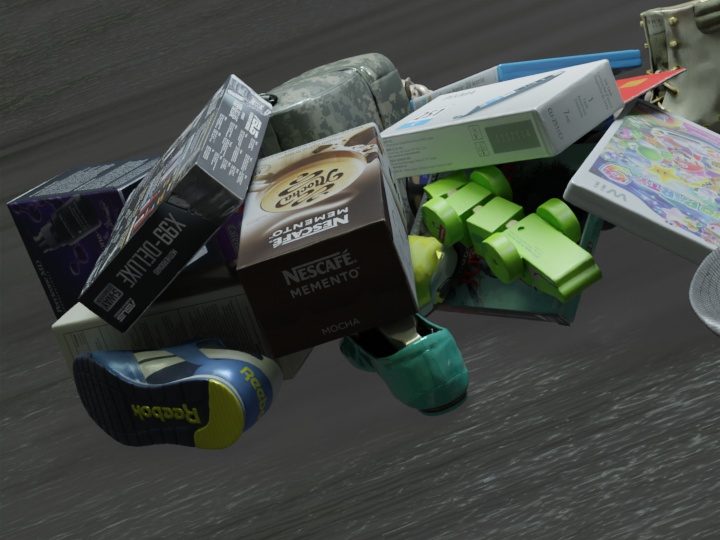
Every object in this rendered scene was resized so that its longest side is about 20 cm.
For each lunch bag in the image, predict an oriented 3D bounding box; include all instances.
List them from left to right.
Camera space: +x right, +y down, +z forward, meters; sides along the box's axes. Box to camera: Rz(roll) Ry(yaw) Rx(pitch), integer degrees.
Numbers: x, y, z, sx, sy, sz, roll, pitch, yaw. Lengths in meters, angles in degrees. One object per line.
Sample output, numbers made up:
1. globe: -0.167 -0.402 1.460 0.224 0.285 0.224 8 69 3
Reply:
1. lunch bag: -0.030 -0.096 1.247 0.139 0.200 0.168 -8 19 31

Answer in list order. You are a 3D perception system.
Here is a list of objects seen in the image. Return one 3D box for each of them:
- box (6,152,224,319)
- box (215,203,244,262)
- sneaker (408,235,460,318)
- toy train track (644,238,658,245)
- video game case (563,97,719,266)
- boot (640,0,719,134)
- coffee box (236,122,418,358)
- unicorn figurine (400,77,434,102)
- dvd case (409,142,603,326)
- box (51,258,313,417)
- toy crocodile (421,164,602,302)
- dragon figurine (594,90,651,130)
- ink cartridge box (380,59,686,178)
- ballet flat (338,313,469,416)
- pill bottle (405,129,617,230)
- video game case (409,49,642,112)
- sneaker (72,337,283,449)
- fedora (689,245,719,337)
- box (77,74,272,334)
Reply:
1. box: -0.258 -0.034 1.387 0.200 0.148 0.104 -5 23 41
2. box: -0.102 -0.032 1.235 0.039 0.137 0.200 -19 18 4
3. sneaker: 0.000 0.000 1.095 0.200 0.076 0.076 -6 62 48
4. toy train track: 0.290 -0.013 0.958 0.115 0.033 0.200 -18 22 -20
5. video game case: 0.239 -0.063 0.947 0.143 0.018 0.200 27 33 11
6. boot: 0.277 -0.162 1.193 0.200 0.155 0.072 -23 17 -16
7. coffee box: -0.025 -0.029 0.984 0.113 0.080 0.200 -18 26 6
8. unicorn figurine: 0.102 -0.156 1.377 0.074 0.138 0.200 -17 12 41
9. dvd case: 0.114 -0.033 1.059 0.200 0.022 0.146 4 71 52
10. box: -0.149 0.054 1.102 0.200 0.095 0.078 -11 19 20
11. toy crocodile: 0.110 -0.028 0.995 0.067 0.062 0.200 -35 39 -16
12. dragon figurine: 0.247 -0.128 1.272 0.200 0.100 0.059 -15 19 -39
13. ink cartridge box: 0.135 -0.137 1.066 0.176 0.045 0.200 -34 18 -33
14. ballet flat: 0.026 0.047 0.979 0.067 0.070 0.200 -24 18 -12
15. pill bottle: 0.143 -0.080 1.165 0.112 0.112 0.200 -31 22 -34
16. video game case: 0.148 -0.174 1.211 0.143 0.018 0.200 -10 1 -20
17. sneaker: -0.146 0.093 1.025 0.200 0.074 0.082 5 27 37
18. fedora: 0.285 0.040 0.698 0.200 0.090 0.177 -4 24 24
19. box: -0.148 -0.060 1.069 0.158 0.050 0.200 -46 17 22
